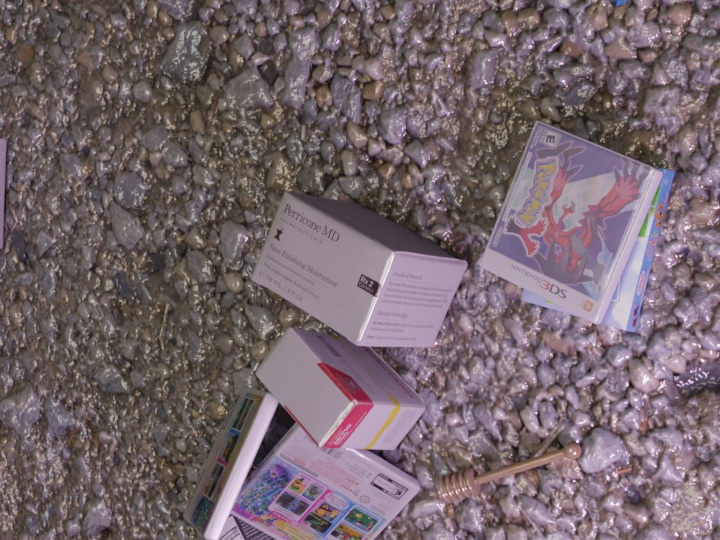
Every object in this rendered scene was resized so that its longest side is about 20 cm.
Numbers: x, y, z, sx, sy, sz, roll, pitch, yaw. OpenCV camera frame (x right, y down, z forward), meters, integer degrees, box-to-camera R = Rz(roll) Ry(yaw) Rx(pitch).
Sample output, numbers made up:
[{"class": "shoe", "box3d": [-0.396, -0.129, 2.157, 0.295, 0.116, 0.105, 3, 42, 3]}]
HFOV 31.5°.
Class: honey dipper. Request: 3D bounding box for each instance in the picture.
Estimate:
[{"class": "honey dipper", "box3d": [0.192, 0.256, 1.637, 0.198, 0.038, 0.039, -23, 74, 28]}]

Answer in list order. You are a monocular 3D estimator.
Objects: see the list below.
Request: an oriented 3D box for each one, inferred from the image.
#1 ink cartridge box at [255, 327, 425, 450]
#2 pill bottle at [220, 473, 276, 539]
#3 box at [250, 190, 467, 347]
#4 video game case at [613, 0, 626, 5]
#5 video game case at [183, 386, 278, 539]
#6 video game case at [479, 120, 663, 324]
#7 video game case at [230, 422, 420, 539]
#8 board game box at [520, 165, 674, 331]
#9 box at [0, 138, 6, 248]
[{"class": "ink cartridge box", "box3d": [-0.022, 0.160, 1.684, 0.145, 0.199, 0.084, 44, 105, 28]}, {"class": "pill bottle", "box3d": [-0.149, 0.385, 1.808, 0.106, 0.106, 0.202, -39, 66, 24]}, {"class": "box", "box3d": [0.000, 0.000, 1.686, 0.198, 0.199, 0.132, 29, 102, 31]}, {"class": "video game case", "box3d": [0.298, -0.429, 1.538, 0.018, 0.200, 0.145, -20, 73, -2]}, {"class": "video game case", "box3d": [-0.177, 0.256, 1.723, 0.202, 0.023, 0.182, -66, 14, -9]}, {"class": "video game case", "box3d": [0.258, -0.062, 1.585, 0.181, 0.023, 0.202, 27, 101, 32]}, {"class": "video game case", "box3d": [-0.050, 0.303, 1.716, 0.182, 0.199, 0.024, -49, 22, 20]}, {"class": "board game box", "box3d": [0.295, -0.041, 1.594, 0.150, 0.036, 0.203, 16, 96, 33]}, {"class": "box", "box3d": [-0.735, -0.139, 2.179, 0.169, 0.199, 0.202, -2, 84, 34]}]
